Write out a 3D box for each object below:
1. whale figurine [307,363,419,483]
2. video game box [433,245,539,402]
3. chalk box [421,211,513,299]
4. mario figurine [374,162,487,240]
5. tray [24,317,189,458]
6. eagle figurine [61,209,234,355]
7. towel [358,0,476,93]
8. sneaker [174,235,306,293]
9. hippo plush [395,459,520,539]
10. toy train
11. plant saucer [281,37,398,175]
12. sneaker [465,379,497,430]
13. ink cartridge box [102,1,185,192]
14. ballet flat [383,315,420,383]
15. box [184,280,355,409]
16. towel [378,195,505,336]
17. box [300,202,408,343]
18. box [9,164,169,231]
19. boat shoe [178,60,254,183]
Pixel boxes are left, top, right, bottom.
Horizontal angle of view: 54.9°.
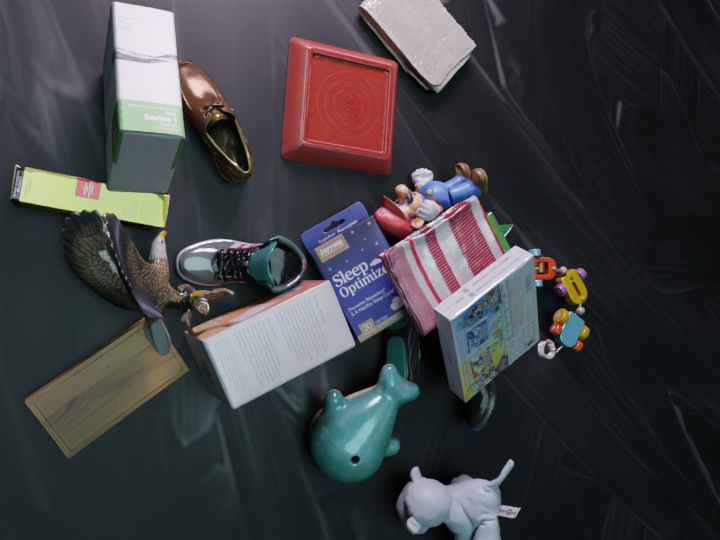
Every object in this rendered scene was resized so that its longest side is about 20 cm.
[{"bbox_3d":[0.008,0.245,1.084,0.200,0.104,0.159,-45,107,5],"label":"whale figurine"},{"bbox_3d":[0.208,0.089,1.115,0.182,0.047,0.201,-36,134,-22],"label":"video game box"},{"bbox_3d":[0.179,-0.015,1.178,0.199,0.125,0.125,-32,101,-20],"label":"chalk box"},{"bbox_3d":[0.109,-0.129,1.142,0.199,0.123,0.107,-28,82,-18],"label":"mario figurine"},{"bbox_3d":[-0.355,0.161,0.984,0.199,0.037,0.099,-37,103,-20],"label":"tray"},{"bbox_3d":[-0.298,0.006,0.930,0.152,0.152,0.199,-41,137,22],"label":"eagle figurine"},{"bbox_3d":[0.102,-0.417,1.203,0.200,0.034,0.133,46,71,-15],"label":"towel"},{"bbox_3d":[-0.166,-0.008,1.025,0.198,0.121,0.084,-1,89,-24],"label":"sneaker"},{"bbox_3d":[0.144,0.405,1.129,0.159,0.200,0.161,4,65,-16],"label":"hippo plush"},{"bbox_3d":[0.355,0.060,1.296,0.149,0.056,0.202,-5,88,-23],"label":"toy train"},{"bbox_3d":[-0.025,-0.271,1.141,0.198,0.037,0.202,5,87,-23],"label":"plant saucer"},{"bbox_3d":[0.194,0.176,1.218,0.081,0.073,0.202,10,76,-15],"label":"sneaker"},{"bbox_3d":[-0.294,-0.228,0.926,0.084,0.146,0.202,1,67,-26],"label":"ink cartridge box"},{"bbox_3d":[0.074,0.104,1.166,0.072,0.073,0.202,3,82,-24],"label":"ballet flat"},{"bbox_3d":[-0.136,0.101,1.019,0.199,0.152,0.107,-26,99,-23],"label":"box"},{"bbox_3d":[0.139,-0.011,1.083,0.199,0.023,0.145,-33,102,-21],"label":"towel"},{"bbox_3d":[0.000,0.000,1.113,0.121,0.032,0.201,-30,87,-8],"label":"box"},{"bbox_3d":[-0.372,-0.097,0.961,0.198,0.075,0.051,11,84,-22],"label":"box"},{"bbox_3d":[-0.215,-0.228,1.036,0.072,0.068,0.201,-35,102,-19],"label":"boat shoe"}]
